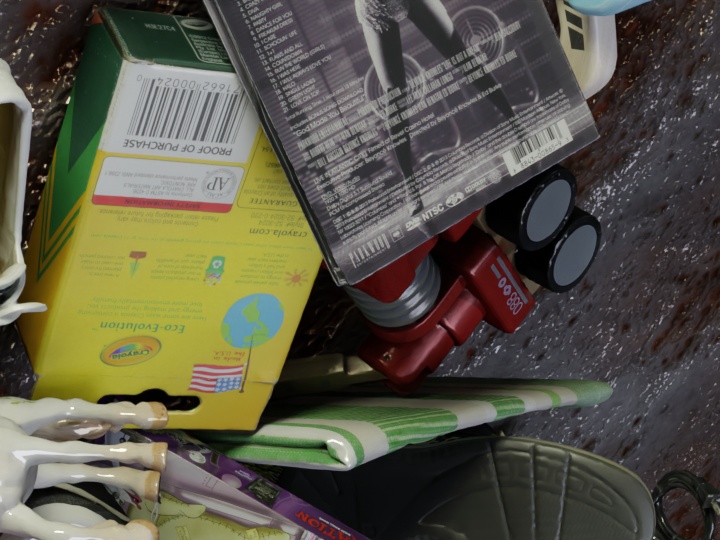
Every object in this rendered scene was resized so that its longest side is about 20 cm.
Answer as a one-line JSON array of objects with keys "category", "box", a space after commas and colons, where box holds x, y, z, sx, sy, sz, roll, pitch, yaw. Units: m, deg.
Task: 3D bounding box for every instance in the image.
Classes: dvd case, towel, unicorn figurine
[{"category": "dvd case", "box": [0.008, -0.115, 0.953, 0.149, 0.016, 0.200, -31, 104, -24]}, {"category": "towel", "box": [0.011, 0.078, 1.143, 0.200, 0.152, 0.023, -7, 93, -46]}, {"category": "unicorn figurine", "box": [-0.148, 0.076, 0.903, 0.200, 0.137, 0.074, 126, -29, -77]}]

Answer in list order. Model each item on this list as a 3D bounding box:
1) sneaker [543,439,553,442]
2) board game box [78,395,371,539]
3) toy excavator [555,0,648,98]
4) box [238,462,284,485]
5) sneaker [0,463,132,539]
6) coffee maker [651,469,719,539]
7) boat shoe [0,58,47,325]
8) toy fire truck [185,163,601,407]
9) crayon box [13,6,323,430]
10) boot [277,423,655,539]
[{"category": "sneaker", "box": [0.058, 0.198, 1.378, 0.202, 0.077, 0.146, -25, 132, -18]}, {"category": "board game box", "box": [-0.080, 0.151, 1.087, 0.120, 0.200, 0.032, -64, 174, 26]}, {"category": "toy excavator", "box": [0.112, -0.150, 1.054, 0.100, 0.194, 0.201, -22, 111, -34]}, {"category": "box", "box": [-0.108, 0.190, 1.223, 0.200, 0.044, 0.160, -53, 147, 8]}, {"category": "sneaker", "box": [-0.111, 0.146, 1.046, 0.073, 0.112, 0.200, -43, 128, -1]}, {"category": "coffee maker", "box": [0.088, 0.205, 1.276, 0.200, 0.135, 0.193, 1, 103, -33]}, {"category": "boat shoe", "box": [-0.169, -0.001, 0.918, 0.074, 0.086, 0.202, -13, 133, -41]}, {"category": "toy fire truck", "box": [0.000, 0.000, 1.102, 0.200, 0.129, 0.176, -53, 148, -10]}, {"category": "crayon box", "box": [-0.082, -0.018, 1.001, 0.127, 0.051, 0.200, 4, 123, -29]}, {"category": "boot", "box": [0.072, 0.114, 1.203, 0.154, 0.203, 0.074, -19, 109, -71]}]
